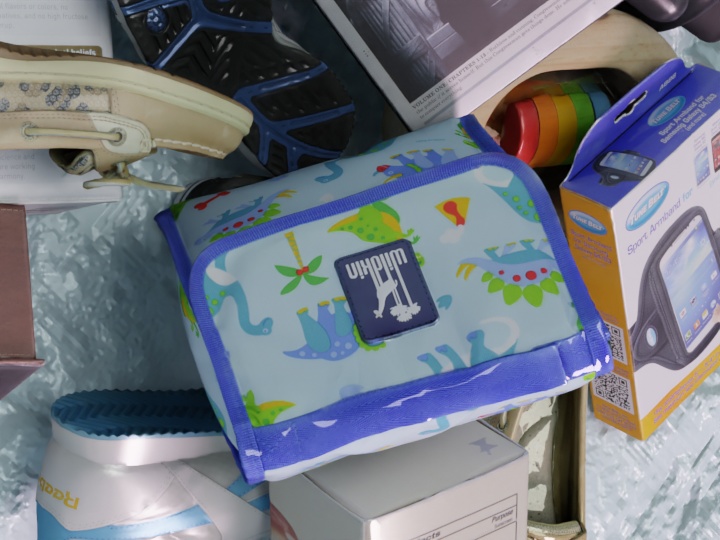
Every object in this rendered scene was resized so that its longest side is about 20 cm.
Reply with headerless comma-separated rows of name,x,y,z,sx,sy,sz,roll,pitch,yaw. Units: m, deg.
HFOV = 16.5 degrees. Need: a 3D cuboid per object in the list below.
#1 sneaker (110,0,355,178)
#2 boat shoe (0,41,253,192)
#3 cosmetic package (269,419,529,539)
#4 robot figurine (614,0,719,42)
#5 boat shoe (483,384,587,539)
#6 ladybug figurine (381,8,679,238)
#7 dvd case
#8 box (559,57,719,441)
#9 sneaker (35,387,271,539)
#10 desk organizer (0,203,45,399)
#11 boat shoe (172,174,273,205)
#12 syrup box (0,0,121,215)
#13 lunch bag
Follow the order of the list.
sneaker,-0.081,-0.117,1.196,0.076,0.077,0.200,-46,135,-12
boat shoe,-0.146,-0.066,1.099,0.200,0.073,0.063,8,88,-20
cosmetic package,0.018,0.171,1.218,0.103,0.087,0.200,-17,122,-32
robot figurine,0.144,-0.208,1.351,0.200,0.150,0.125,33,87,-27
boat shoe,0.092,0.115,1.327,0.073,0.063,0.201,10,81,-31
ladybug figurine,0.089,-0.082,1.322,0.200,0.072,0.136,-3,116,-38
dvd case,0.034,-0.178,1.185,0.150,0.025,0.200,-36,117,3
box,0.166,-0.016,1.341,0.119,0.041,0.200,-41,141,-27
sneaker,-0.072,0.107,1.227,0.200,0.076,0.081,5,106,-36
desk organizer,-0.248,0.014,1.100,0.200,0.072,0.077,2,72,-26
boat shoe,0.000,0.000,1.265,0.200,0.057,0.069,17,76,-21
syrup box,-0.168,-0.128,1.172,0.081,0.079,0.200,-2,87,-32
lunch bag,0.008,0.021,1.134,0.170,0.200,0.128,-18,116,-5
